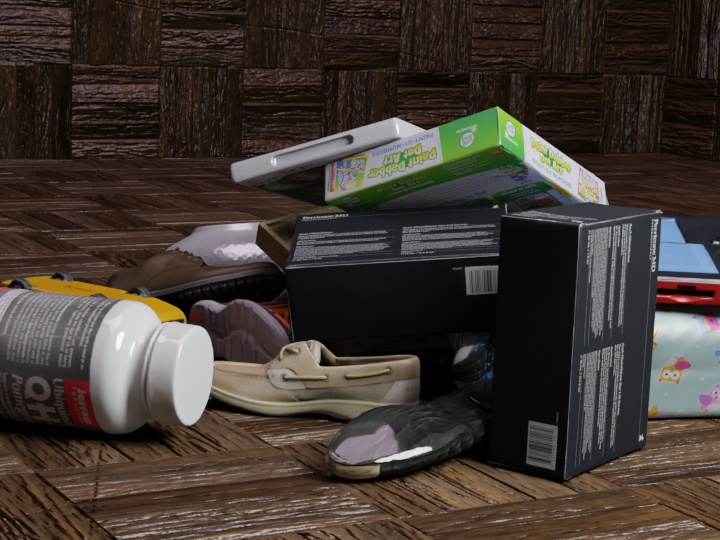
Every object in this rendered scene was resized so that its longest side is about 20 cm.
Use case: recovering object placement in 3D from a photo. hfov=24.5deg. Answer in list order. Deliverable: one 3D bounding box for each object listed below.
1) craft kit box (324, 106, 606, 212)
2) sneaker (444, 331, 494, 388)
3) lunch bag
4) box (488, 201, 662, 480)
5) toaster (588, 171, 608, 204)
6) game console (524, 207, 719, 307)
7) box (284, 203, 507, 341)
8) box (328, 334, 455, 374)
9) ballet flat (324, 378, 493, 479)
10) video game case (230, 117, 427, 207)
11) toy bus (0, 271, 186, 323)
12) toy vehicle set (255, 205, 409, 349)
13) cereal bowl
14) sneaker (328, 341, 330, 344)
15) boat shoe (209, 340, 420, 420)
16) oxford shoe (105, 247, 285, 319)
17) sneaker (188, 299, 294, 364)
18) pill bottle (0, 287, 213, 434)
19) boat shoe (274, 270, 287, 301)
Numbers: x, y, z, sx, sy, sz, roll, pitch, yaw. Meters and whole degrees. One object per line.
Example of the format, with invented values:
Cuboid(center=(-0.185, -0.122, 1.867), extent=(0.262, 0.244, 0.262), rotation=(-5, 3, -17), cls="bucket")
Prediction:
Cuboid(center=(0.102, -0.076, 1.591), extent=(0.200, 0.049, 0.197), rotation=(-16, -25, 33), cls="craft kit box")
Cuboid(center=(0.109, 0.068, 1.558), extent=(0.087, 0.075, 0.200), rotation=(11, 17, 19), cls="sneaker")
Cuboid(center=(0.267, 0.046, 1.539), extent=(0.170, 0.122, 0.200), rotation=(-1, 29, -16), cls="lunch bag")
Cuboid(center=(0.173, 0.052, 1.327), extent=(0.079, 0.200, 0.141), rotation=(9, 11, 38), cls="box")
Cuboid(center=(0.204, -0.017, 1.729), extent=(0.113, 0.200, 0.129), rotation=(-1, 55, -11), cls="toaster")
Cuboid(center=(0.252, -0.019, 1.498), extent=(0.200, 0.031, 0.177), rotation=(4, 26, 0), cls="game console")
Cuboid(center=(0.038, 0.000, 1.513), extent=(0.200, 0.079, 0.141), rotation=(-3, 23, 4), cls="box")
Cuboid(center=(0.060, 0.048, 1.662), extent=(0.200, 0.036, 0.144), rotation=(-3, 36, -19), cls="box")
Cuboid(center=(0.052, 0.135, 1.309), extent=(0.200, 0.057, 0.066), rotation=(-13, 42, -41), cls="ballet flat")
Cuboid(center=(-0.004, -0.104, 1.652), extent=(0.182, 0.023, 0.200), rotation=(-14, -10, 23), cls="video game case")
Cuboid(center=(-0.260, 0.052, 1.592), extent=(0.200, 0.078, 0.065), rotation=(9, 12, 36), cls="toy bus")
Cuboid(center=(0.000, 0.000, 1.659), extent=(0.124, 0.027, 0.200), rotation=(-15, 41, -34), cls="toy vehicle set")
Cuboid(center=(-0.139, -0.010, 1.881), extent=(0.200, 0.083, 0.200), rotation=(-4, -1, 0), cls="cereal bowl")
Cuboid(center=(0.035, 0.041, 1.772), extent=(0.200, 0.067, 0.090), rotation=(-5, 14, -27), cls="sneaker")
Cuboid(center=(-0.044, 0.091, 1.447), extent=(0.200, 0.065, 0.072), rotation=(6, 11, 17), cls="boat shoe")
Cuboid(center=(-0.173, 0.008, 1.699), extent=(0.200, 0.085, 0.073), rotation=(-8, -34, 10), cls="oxford shoe")
Cuboid(center=(-0.080, 0.058, 1.605), extent=(0.112, 0.078, 0.200), rotation=(-4, 11, -29), cls="sneaker")
Cuboid(center=(-0.227, 0.075, 1.357), extent=(0.200, 0.111, 0.111), rotation=(5, 10, 18), cls="pill bottle")
Cuboid(center=(-0.042, -0.006, 1.789), extent=(0.200, 0.072, 0.076), rotation=(-31, 61, -13), cls="boat shoe")
